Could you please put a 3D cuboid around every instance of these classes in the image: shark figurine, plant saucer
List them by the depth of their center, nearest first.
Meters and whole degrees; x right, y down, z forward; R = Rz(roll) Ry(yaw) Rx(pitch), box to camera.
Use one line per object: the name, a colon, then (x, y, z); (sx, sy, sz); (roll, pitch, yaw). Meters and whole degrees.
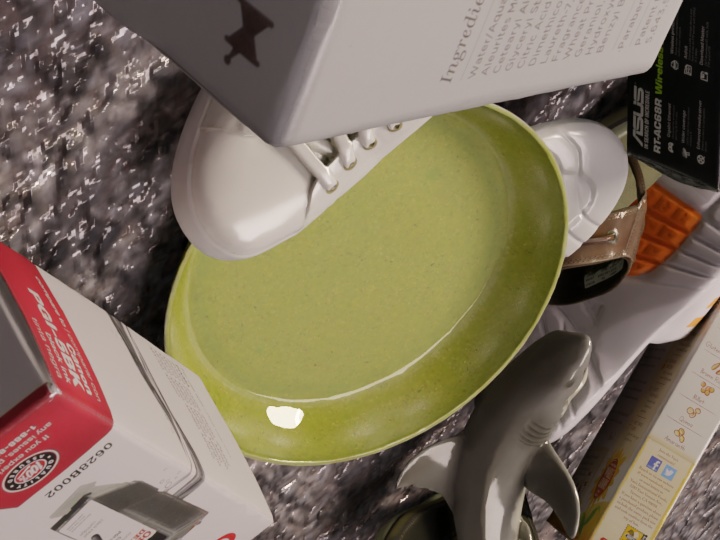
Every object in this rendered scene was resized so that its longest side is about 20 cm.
plant saucer: (0.000, 0.000, 0.964); (0.198, 0.031, 0.201); (-16, 132, -19)
shark figurine: (0.061, 0.135, 1.153); (0.089, 0.128, 0.217); (3, 93, -30)

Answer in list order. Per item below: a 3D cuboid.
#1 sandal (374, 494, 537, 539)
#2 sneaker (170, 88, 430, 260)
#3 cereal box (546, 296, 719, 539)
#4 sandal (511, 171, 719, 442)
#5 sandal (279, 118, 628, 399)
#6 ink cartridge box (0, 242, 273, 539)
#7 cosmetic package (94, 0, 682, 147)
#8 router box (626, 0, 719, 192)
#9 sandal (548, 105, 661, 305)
sandal: (0.051, 0.163, 1.241); (0.057, 0.081, 0.200); (-18, 168, 30)
sneaker: (0.005, -0.085, 0.845); (0.073, 0.085, 0.200); (46, 75, -21)
cereal box: (0.181, 0.076, 1.249); (0.201, 0.039, 0.144); (-59, -178, -1)
sandal: (0.151, 0.013, 1.202); (0.207, 0.079, 0.059); (-49, 154, 18)
sandal: (0.035, -0.017, 1.029); (0.202, 0.050, 0.083); (-32, 134, -7)
ink cartridge box: (-0.141, 0.086, 0.836); (0.146, 0.083, 0.200); (-37, 152, 6)
cosmetic package: (0.012, -0.163, 0.693); (0.199, 0.165, 0.166); (-16, 137, -47)
router box: (0.196, -0.157, 1.009); (0.149, 0.062, 0.202); (-25, 127, -35)
sandal: (0.112, -0.006, 1.132); (0.201, 0.057, 0.080); (-50, 152, 2)
